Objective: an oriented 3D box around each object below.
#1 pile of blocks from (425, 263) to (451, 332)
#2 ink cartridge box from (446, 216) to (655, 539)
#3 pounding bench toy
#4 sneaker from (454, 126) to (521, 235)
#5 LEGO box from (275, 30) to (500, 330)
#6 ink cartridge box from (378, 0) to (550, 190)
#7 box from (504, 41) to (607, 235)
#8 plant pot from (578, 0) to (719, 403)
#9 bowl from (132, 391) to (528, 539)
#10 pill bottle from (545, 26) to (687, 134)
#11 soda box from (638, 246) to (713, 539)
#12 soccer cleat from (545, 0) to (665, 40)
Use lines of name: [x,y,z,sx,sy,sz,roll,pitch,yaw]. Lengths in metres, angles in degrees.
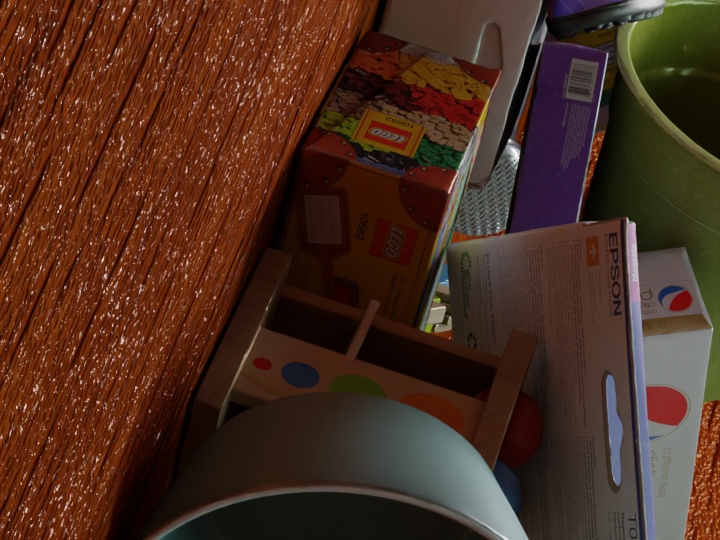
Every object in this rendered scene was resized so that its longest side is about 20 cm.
pile of blocks: [0.024,0.029,1.950,0.200,0.082,0.062,-57,165,-75]
ink cartridge box: [0.104,0.077,1.448,0.200,0.043,0.197,172,-85,-66]
pounding bench toy: [-0.006,0.122,1.449,0.124,0.156,0.200,-66,174,-52]
sneaker: [0.068,-0.131,1.950,0.114,0.075,0.201,-103,-171,-61]
LEGO box: [0.000,0.000,1.548,0.149,0.077,0.200,-65,172,-59]
ink cartridge box: [0.063,-0.146,1.701,0.200,0.083,0.146,-58,165,-72]
box: [0.102,-0.028,1.685,0.137,0.039,0.201,-45,145,-84]
plant pot: [0.202,-0.028,1.750,0.200,0.200,0.190,-66,-179,-55]
bowl: [-0.010,0.130,1.297,0.105,0.200,0.201,-85,-173,-51]
pill bottle: [0.144,-0.192,1.842,0.113,0.113,0.200,-46,115,-80]
soda box: [0.152,0.079,1.700,0.200,0.068,0.064,90,-10,-47]
soccer cleat: [0.141,-0.180,1.687,0.200,0.068,0.073,-45,123,-65]
